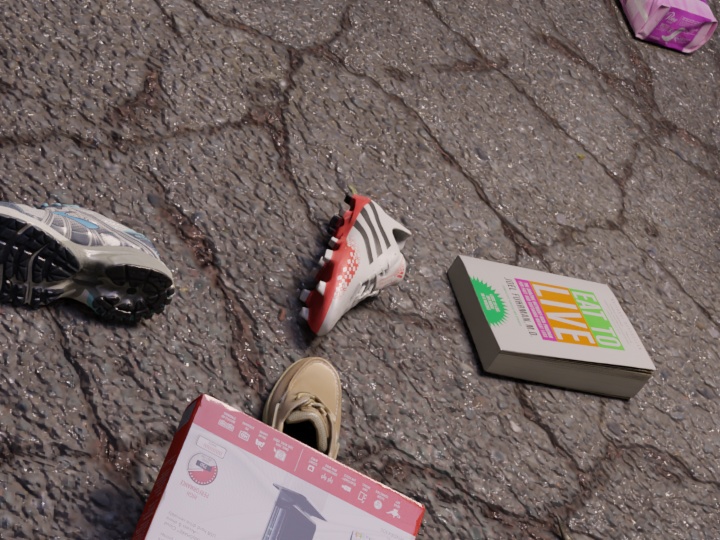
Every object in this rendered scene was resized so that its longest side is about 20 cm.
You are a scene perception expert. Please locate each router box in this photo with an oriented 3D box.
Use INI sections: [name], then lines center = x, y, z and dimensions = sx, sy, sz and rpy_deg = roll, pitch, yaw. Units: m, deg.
[router box]
center = -0.069, 0.218, 1.156
dimensions = 0.198, 0.049, 0.181
rpy_deg = 28, 62, -14

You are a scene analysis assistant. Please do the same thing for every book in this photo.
[book]
center = 0.193, 0.056, 1.609
dimensions = 0.198, 0.048, 0.135
rpy_deg = 10, 42, -31

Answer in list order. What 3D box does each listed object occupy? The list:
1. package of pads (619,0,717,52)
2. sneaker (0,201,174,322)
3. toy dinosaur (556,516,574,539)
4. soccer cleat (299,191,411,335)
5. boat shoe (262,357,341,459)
[package of pads]
center = 0.424, -0.411, 2.252
dimensions = 0.119, 0.076, 0.202
rpy_deg = 10, 46, -31
[sneaker]
center = -0.252, -0.018, 1.292
dimensions = 0.198, 0.078, 0.087
rpy_deg = 21, 28, -34
[toy dinosaur]
center = 0.248, 0.289, 1.386
dimensions = 0.201, 0.077, 0.102
rpy_deg = 54, 26, 12
[soccer cleat]
center = 0.000, 0.000, 1.480
dimensions = 0.084, 0.069, 0.201
rpy_deg = 28, 33, -7
[boat shoe]
center = -0.046, 0.137, 1.299
dimensions = 0.072, 0.065, 0.201
rpy_deg = 32, 38, -9
